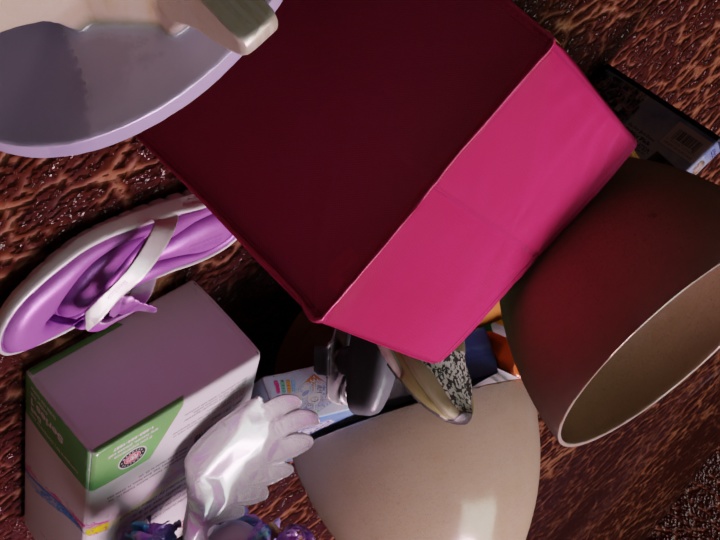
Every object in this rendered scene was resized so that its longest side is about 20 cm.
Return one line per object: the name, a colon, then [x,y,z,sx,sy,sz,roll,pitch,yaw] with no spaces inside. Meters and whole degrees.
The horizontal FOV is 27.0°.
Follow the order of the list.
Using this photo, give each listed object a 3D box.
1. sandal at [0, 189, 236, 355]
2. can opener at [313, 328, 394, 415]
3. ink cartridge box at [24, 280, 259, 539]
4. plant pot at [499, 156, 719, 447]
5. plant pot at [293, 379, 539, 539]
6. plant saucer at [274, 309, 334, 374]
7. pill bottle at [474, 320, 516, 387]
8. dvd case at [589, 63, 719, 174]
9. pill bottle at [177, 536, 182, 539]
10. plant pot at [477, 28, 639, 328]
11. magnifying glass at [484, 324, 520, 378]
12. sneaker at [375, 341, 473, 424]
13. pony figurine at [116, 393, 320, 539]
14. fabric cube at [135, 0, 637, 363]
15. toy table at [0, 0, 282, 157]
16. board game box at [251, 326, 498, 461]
sandal: [-0.141,0.000,0.953,0.202,0.050,0.083,-32,154,-30]
can opener: [0.000,0.000,1.066,0.053,0.066,0.202,-4,94,-59]
ink cartridge box: [-0.162,0.125,1.078,0.144,0.084,0.201,-30,153,-32]
plant pot: [0.168,0.002,1.002,0.200,0.135,0.201,-33,156,-17]
plant pot: [0.059,0.182,1.185,0.199,0.136,0.200,-16,169,-3]
plant saucer: [0.011,0.044,1.308,0.200,0.037,0.201,-38,157,-20]
pill bottle: [0.140,0.036,1.348,0.201,0.112,0.113,-62,161,-15]
dvd case: [0.191,-0.078,1.283,0.200,0.143,0.018,-43,142,-7]
pill bottle: [-0.189,0.273,1.250,0.199,0.106,0.107,-15,142,-50]
plant pot: [0.124,-0.054,1.172,0.183,0.201,0.200,-34,160,14]
magnifying glass: [0.093,0.058,1.236,0.080,0.022,0.200,-62,-158,-2]
sneaker: [0.055,0.001,0.998,0.088,0.202,0.077,-25,157,33]
pony figurine: [-0.093,0.201,1.051,0.192,0.167,0.200,-28,171,-12]
fabric cube: [0.013,-0.086,0.888,0.200,0.196,0.199,-49,158,8]
toy table: [-0.104,-0.144,0.639,0.201,0.183,0.117,-54,175,-10]
board game box: [-0.022,0.111,1.197,0.198,0.044,0.200,-10,165,-29]
